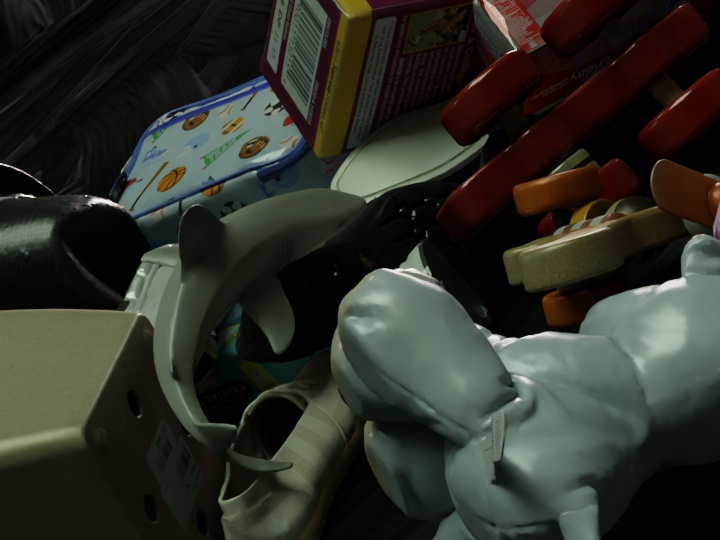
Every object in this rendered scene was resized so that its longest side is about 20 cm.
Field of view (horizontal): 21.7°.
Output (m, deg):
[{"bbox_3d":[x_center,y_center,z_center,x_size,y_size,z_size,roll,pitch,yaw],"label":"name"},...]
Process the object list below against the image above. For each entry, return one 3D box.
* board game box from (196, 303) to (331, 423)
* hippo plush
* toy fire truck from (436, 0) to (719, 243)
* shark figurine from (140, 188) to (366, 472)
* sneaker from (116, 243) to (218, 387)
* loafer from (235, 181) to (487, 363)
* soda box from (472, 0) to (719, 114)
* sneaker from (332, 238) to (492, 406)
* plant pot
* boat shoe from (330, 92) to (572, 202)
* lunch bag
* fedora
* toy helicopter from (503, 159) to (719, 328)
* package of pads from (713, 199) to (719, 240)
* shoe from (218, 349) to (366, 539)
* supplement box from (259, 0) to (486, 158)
[{"bbox_3d":[-0.076,0.042,1.287,0.200,0.047,0.151,-23,24,39],"label":"board game box"},{"bbox_3d":[0.092,0.042,0.786,0.161,0.159,0.200,-31,-3,-16],"label":"hippo plush"},{"bbox_3d":[0.128,-0.083,1.145,0.200,0.112,0.168,-41,-6,-11],"label":"toy fire truck"},{"bbox_3d":[-0.084,0.014,1.034,0.128,0.090,0.215,6,47,13],"label":"shark figurine"},{"bbox_3d":[-0.120,0.043,1.211,0.080,0.074,0.200,4,27,16],"label":"sneaker"},{"bbox_3d":[0.000,0.000,1.172,0.201,0.068,0.070,-30,-4,-39],"label":"loafer"},{"bbox_3d":[0.173,-0.183,1.225,0.200,0.070,0.063,-28,61,-10],"label":"soda box"},{"bbox_3d":[0.026,0.056,1.040,0.086,0.080,0.200,-42,6,14],"label":"sneaker"},{"bbox_3d":[-0.183,0.132,1.059,0.177,0.200,0.200,-20,23,18],"label":"plant pot"},{"bbox_3d":[0.072,-0.086,1.264,0.200,0.062,0.075,-36,49,-13],"label":"boat shoe"},{"bbox_3d":[-0.091,-0.080,1.377,0.200,0.076,0.160,-16,36,29],"label":"lunch bag"},{"bbox_3d":[-0.195,0.007,1.269,0.092,0.201,0.201,-14,26,22],"label":"fedora"},{"bbox_3d":[0.129,-0.014,0.917,0.132,0.079,0.200,-14,2,20],"label":"toy helicopter"},{"bbox_3d":[0.241,-0.063,0.896,0.120,0.076,0.200,-24,22,32],"label":"package of pads"},{"bbox_3d":[-0.037,0.096,1.069,0.070,0.053,0.200,-29,20,25],"label":"shoe"},{"bbox_3d":[0.046,-0.173,1.287,0.200,0.131,0.103,-14,52,-25],"label":"supplement box"}]
